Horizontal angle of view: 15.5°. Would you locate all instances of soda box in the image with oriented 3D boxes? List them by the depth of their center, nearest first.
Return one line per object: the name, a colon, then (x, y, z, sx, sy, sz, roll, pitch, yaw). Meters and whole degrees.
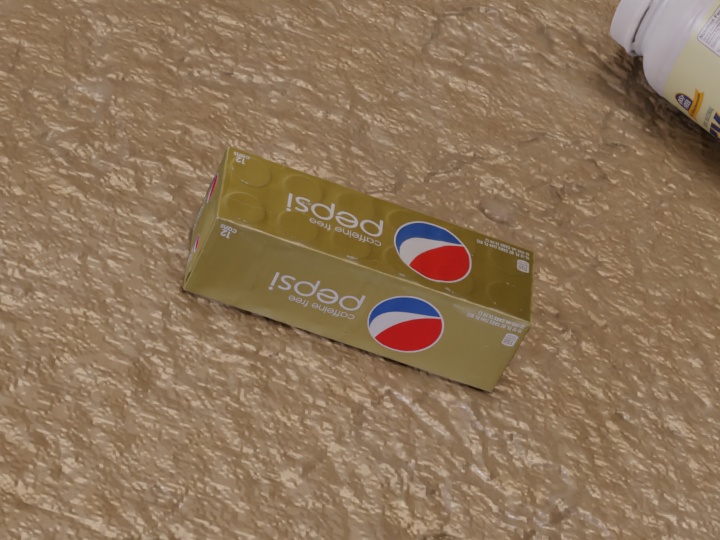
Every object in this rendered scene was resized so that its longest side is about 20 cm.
soda box: (0.000, 0.000, 1.569, 0.200, 0.064, 0.068, 18, 41, -11)

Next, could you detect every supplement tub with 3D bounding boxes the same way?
supplement tub: (0.288, -0.150, 1.828, 0.200, 0.145, 0.145, 39, 41, 14)
